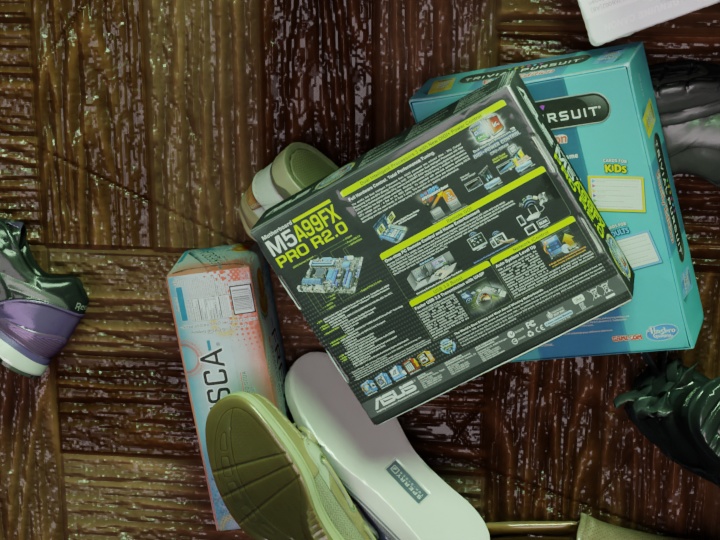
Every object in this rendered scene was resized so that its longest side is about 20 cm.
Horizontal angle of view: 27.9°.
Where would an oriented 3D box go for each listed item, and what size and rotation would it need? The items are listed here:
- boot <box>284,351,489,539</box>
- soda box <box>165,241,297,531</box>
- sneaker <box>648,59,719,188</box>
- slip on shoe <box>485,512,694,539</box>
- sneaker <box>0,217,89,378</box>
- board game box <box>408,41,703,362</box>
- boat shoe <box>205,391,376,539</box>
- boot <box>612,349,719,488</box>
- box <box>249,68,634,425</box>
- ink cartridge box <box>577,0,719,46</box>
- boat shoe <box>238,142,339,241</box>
[{"bbox_3d":[0.005,0.158,1.064,0.200,0.073,0.090,51,144,14],"label":"boot"},{"bbox_3d":[-0.088,0.084,1.054,0.063,0.068,0.201,-7,105,8],"label":"soda box"},{"bbox_3d":[0.269,-0.098,0.955,0.199,0.076,0.091,-4,113,19],"label":"sneaker"},{"bbox_3d":[0.171,0.209,1.057,0.199,0.076,0.061,-5,109,18],"label":"slip on shoe"},{"bbox_3d":[-0.291,-0.014,1.062,0.200,0.076,0.088,37,93,-8],"label":"sneaker"},{"bbox_3d":[0.133,-0.040,0.965,0.150,0.047,0.201,-6,113,27],"label":"board game box"},{"bbox_3d":[-0.037,0.166,1.016,0.073,0.063,0.201,-30,99,31],"label":"boat shoe"},{"bbox_3d":[0.262,0.133,0.955,0.198,0.162,0.073,44,85,-4],"label":"boot"},{"bbox_3d":[0.053,-0.011,0.937,0.199,0.044,0.161,-29,102,20],"label":"box"},{"bbox_3d":[0.190,-0.260,0.901,0.161,0.050,0.201,-18,92,13],"label":"ink cartridge box"},{"bbox_3d":[0.000,0.000,1.021,0.200,0.075,0.068,46,126,-8],"label":"boat shoe"}]
